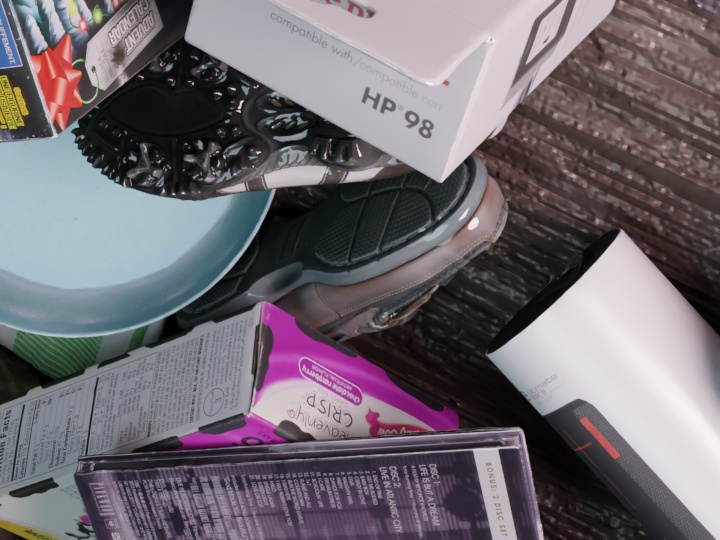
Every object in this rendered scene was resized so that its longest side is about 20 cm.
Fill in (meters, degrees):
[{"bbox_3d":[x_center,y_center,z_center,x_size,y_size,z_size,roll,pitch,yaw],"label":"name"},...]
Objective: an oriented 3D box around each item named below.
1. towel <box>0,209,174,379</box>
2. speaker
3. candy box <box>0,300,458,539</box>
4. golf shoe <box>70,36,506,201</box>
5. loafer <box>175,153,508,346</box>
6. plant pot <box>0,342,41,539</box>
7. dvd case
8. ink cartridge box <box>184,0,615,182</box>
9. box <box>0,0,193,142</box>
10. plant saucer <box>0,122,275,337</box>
[{"bbox_3d":[-0.186,-0.007,1.102,0.199,0.023,0.153,29,147,4],"label":"towel"},{"bbox_3d":[0.146,0.079,0.944,0.200,0.081,0.081,48,131,-3],"label":"speaker"},{"bbox_3d":[-0.072,0.092,1.057,0.199,0.061,0.136,-20,141,40],"label":"candy box"},{"bbox_3d":[-0.030,-0.064,0.952,0.199,0.094,0.078,3,87,30],"label":"golf shoe"},{"bbox_3d":[0.000,0.000,1.004,0.063,0.072,0.199,42,142,-26],"label":"loafer"},{"bbox_3d":[-0.251,0.117,1.160,0.199,0.200,0.174,32,114,11],"label":"plant pot"},{"bbox_3d":[-0.015,0.134,0.997,0.199,0.016,0.149,-4,128,13],"label":"dvd case"},{"bbox_3d":[0.016,-0.109,0.827,0.115,0.200,0.067,30,130,13],"label":"ink cartridge box"},{"bbox_3d":[-0.101,-0.154,0.871,0.040,0.200,0.138,-1,118,30],"label":"box"},{"bbox_3d":[-0.131,-0.070,1.007,0.199,0.027,0.201,1,102,5],"label":"plant saucer"}]
